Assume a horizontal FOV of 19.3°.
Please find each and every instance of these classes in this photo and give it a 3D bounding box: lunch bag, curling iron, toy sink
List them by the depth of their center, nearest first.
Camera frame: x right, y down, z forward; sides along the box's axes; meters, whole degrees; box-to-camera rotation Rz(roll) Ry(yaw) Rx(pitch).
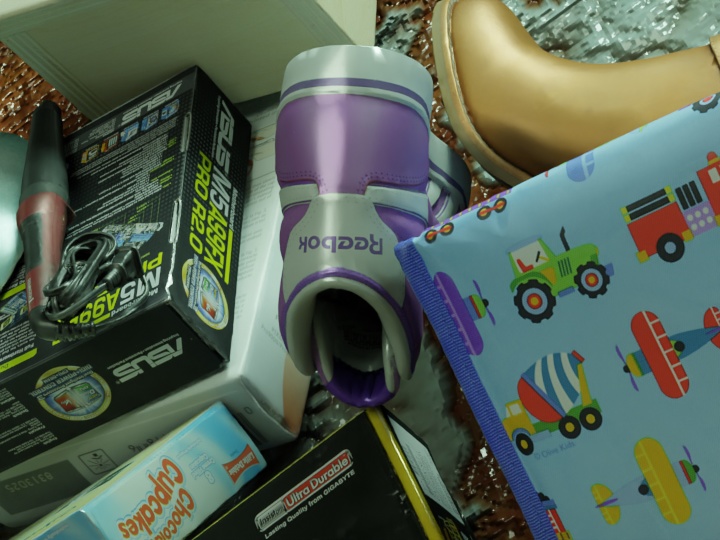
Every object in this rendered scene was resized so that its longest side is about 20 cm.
[{"bbox_3d":[0.126,0.052,0.704,0.150,0.094,0.200,-25,81,23],"label":"lunch bag"},{"bbox_3d":[-0.124,-0.025,0.899,0.050,0.026,0.200,-19,29,-4],"label":"curling iron"},{"bbox_3d":[-0.099,-0.148,0.983,0.200,0.112,0.131,-13,57,25],"label":"toy sink"}]

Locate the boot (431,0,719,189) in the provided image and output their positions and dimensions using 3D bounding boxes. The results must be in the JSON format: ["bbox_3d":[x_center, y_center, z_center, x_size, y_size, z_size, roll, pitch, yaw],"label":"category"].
[{"bbox_3d":[0.121,-0.067,0.811,0.155,0.077,0.200,-37,50,16],"label":"boot"}]

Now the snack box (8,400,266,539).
[{"bbox_3d":[-0.139,0.130,0.854,0.200,0.116,0.037,-35,92,29],"label":"snack box"}]

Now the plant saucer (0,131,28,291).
[{"bbox_3d":[-0.233,0.000,0.965,0.201,0.039,0.201,-27,35,20],"label":"plant saucer"}]

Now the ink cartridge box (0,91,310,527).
[{"bbox_3d":[-0.089,0.012,0.965,0.162,0.050,0.200,-20,36,28],"label":"ink cartridge box"}]

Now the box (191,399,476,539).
[{"bbox_3d":[-0.034,0.168,0.755,0.200,0.049,0.160,-37,49,12],"label":"box"}]

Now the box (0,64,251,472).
[{"bbox_3d":[-0.144,0.012,0.937,0.200,0.044,0.160,-26,36,22],"label":"box"}]

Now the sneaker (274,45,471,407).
[{"bbox_3d":[-0.001,0.000,0.803,0.073,0.200,0.114,-1,77,10],"label":"sneaker"}]
